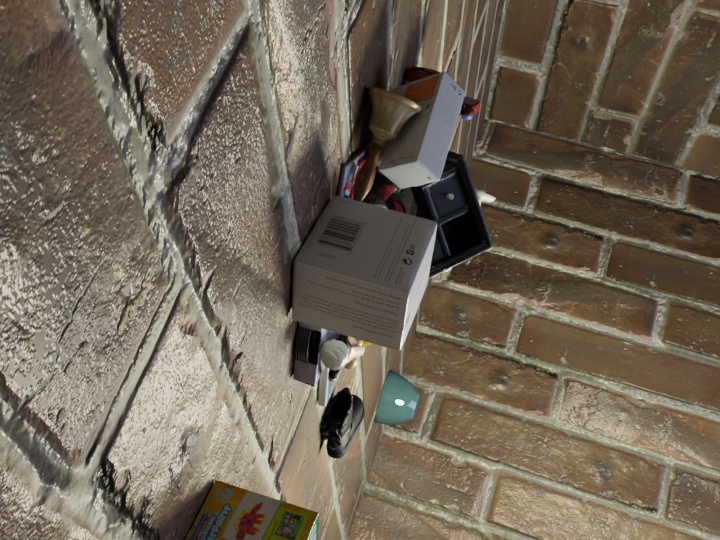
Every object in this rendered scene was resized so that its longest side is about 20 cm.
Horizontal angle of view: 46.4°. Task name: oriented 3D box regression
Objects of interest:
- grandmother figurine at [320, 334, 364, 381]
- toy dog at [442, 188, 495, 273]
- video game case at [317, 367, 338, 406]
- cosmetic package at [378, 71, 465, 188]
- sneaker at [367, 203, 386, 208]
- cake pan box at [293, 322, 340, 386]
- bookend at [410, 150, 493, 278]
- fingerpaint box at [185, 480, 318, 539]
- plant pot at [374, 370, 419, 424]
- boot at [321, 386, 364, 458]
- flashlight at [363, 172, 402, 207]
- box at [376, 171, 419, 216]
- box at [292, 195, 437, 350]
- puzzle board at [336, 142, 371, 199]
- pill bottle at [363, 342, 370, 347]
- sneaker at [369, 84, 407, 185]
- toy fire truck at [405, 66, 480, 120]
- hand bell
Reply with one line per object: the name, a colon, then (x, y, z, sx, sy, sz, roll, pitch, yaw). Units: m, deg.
grandmother figurine: (-0.033, 0.150, 1.561, 0.200, 0.060, 0.123, -1, 98, -82)
toy dog: (0.181, -0.089, 1.797, 0.193, 0.138, 0.202, 6, 103, -62)
video game case: (-0.051, 0.172, 1.865, 0.183, 0.023, 0.201, -64, 166, -45)
cosmetic package: (0.115, -0.261, 1.568, 0.071, 0.101, 0.202, 34, 62, -36)
sneaker: (0.012, -0.063, 1.578, 0.201, 0.079, 0.071, 81, 28, -55)
cake pan box: (-0.067, 0.087, 1.568, 0.201, 0.052, 0.186, -62, 162, -52)
bookend: (0.134, -0.103, 1.665, 0.202, 0.197, 0.092, 69, -11, -20)
fingerpaint box: (-0.167, 0.415, 1.170, 0.201, 0.165, 0.074, -65, 165, -45)
plant pot: (0.146, 0.492, 3.147, 0.200, 0.133, 0.202, 16, 90, -80)
boot: (-0.040, 0.351, 2.083, 0.164, 0.073, 0.199, 91, 18, -46)
flashlight: (0.046, -0.146, 1.683, 0.068, 0.067, 0.200, 66, 30, -20)
box: (0.090, -0.182, 1.846, 0.132, 0.114, 0.202, -53, 157, -57)
box: (0.008, 0.000, 1.414, 0.200, 0.198, 0.132, -64, 165, -47)
puzzle board: (-0.013, -0.149, 1.600, 0.200, 0.017, 0.152, -53, 156, -64)
pill bottle: (0.025, 0.083, 1.694, 0.200, 0.112, 0.113, -38, -151, 61)
sneaker: (0.075, -0.264, 1.670, 0.112, 0.076, 0.202, 65, 36, -55)
toy fire truck: (0.180, -0.380, 1.885, 0.200, 0.166, 0.113, -49, 153, -68)
hand bell: (0.029, -0.217, 1.523, 0.104, 0.103, 0.202, 3, 107, -80)
